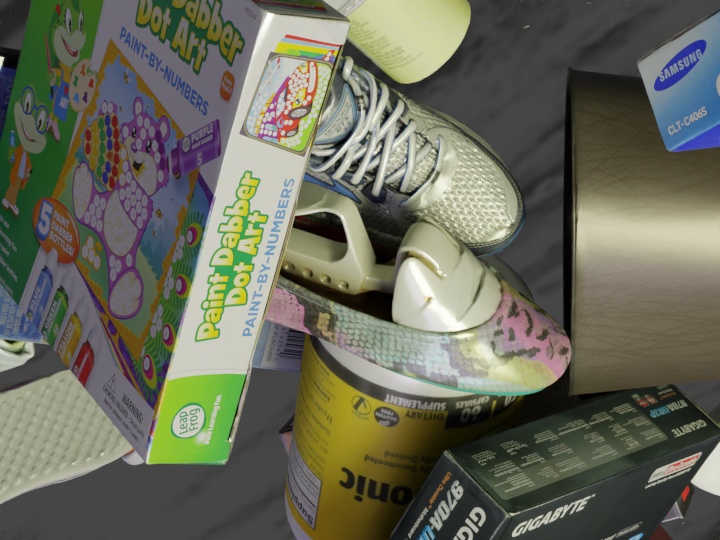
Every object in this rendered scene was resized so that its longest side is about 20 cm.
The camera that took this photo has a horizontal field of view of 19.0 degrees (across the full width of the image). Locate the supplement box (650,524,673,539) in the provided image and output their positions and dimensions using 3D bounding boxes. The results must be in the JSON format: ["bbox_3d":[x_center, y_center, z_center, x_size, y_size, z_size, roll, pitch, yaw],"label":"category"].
[{"bbox_3d":[0.116,0.242,1.294,0.133,0.197,0.200,-17,136,28],"label":"supplement box"}]

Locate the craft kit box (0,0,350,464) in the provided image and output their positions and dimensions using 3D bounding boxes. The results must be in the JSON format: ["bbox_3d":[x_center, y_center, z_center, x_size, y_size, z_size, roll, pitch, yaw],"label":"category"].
[{"bbox_3d":[-0.092,-0.051,0.913,0.049,0.200,0.198,5,113,-35],"label":"craft kit box"}]

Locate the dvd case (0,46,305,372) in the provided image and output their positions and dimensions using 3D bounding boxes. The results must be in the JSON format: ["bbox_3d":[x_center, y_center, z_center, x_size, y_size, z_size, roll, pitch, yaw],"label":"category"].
[{"bbox_3d":[-0.096,-0.026,1.052,0.200,0.018,0.143,8,108,-20],"label":"dvd case"}]

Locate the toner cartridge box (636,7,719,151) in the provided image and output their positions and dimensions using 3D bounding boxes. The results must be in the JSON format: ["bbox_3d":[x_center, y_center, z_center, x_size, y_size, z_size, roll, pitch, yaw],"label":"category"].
[{"bbox_3d":[0.220,-0.093,0.894,0.200,0.043,0.095,-8,165,-38],"label":"toner cartridge box"}]

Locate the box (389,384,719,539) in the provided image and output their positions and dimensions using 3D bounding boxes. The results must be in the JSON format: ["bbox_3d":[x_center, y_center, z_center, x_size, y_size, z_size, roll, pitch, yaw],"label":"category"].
[{"bbox_3d":[0.075,0.139,1.040,0.200,0.046,0.159,-11,138,-52],"label":"box"}]

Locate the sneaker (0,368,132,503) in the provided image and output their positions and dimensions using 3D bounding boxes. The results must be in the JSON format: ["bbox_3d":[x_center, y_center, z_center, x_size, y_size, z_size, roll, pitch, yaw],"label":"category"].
[{"bbox_3d":[-0.221,0.097,1.117,0.200,0.073,0.114,-6,176,-37],"label":"sneaker"}]

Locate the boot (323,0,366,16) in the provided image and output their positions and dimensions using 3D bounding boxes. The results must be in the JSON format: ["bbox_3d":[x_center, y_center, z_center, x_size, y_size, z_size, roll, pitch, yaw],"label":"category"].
[{"bbox_3d":[0.043,-0.147,0.890,0.200,0.074,0.096,-43,126,19],"label":"boot"}]

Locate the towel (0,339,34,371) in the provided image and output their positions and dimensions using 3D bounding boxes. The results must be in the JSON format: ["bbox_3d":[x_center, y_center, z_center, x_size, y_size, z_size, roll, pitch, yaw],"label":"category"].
[{"bbox_3d":[-0.270,-0.003,1.116,0.200,0.048,0.171,-14,123,50],"label":"towel"}]

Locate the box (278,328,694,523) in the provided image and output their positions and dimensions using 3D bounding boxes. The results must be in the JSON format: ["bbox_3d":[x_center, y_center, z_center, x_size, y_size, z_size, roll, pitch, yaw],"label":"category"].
[{"bbox_3d":[0.066,0.103,1.160,0.200,0.035,0.110,-18,103,24],"label":"box"}]

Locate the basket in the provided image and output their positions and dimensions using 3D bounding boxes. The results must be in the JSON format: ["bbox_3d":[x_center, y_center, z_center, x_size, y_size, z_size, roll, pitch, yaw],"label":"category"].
[{"bbox_3d":[0.197,-0.016,1.019,0.200,0.136,0.180,0,139,3],"label":"basket"}]

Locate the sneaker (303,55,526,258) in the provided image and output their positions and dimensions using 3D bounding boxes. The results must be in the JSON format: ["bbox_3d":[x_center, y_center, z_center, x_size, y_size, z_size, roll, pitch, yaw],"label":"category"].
[{"bbox_3d":[-0.013,-0.062,0.985,0.200,0.077,0.085,28,178,-6],"label":"sneaker"}]

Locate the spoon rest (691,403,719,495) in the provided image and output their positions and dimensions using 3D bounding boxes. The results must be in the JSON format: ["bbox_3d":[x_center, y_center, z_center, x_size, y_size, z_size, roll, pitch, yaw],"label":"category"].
[{"bbox_3d":[0.252,0.105,1.152,0.200,0.061,0.099,17,142,-43],"label":"spoon rest"}]

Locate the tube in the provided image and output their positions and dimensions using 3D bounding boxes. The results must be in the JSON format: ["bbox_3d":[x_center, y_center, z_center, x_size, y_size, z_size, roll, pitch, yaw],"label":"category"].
[{"bbox_3d":[-0.034,-0.157,0.941,0.058,0.052,0.200,-32,127,32],"label":"tube"}]

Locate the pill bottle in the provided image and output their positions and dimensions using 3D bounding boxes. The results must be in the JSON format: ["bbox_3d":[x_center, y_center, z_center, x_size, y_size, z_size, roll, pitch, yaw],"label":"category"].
[{"bbox_3d":[0.020,0.089,1.080,0.111,0.111,0.200,8,129,-1],"label":"pill bottle"}]

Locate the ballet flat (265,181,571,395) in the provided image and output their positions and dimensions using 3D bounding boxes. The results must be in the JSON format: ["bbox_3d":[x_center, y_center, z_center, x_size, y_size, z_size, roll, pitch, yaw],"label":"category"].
[{"bbox_3d":[0.000,0.000,0.968,0.200,0.069,0.071,18,133,11],"label":"ballet flat"}]

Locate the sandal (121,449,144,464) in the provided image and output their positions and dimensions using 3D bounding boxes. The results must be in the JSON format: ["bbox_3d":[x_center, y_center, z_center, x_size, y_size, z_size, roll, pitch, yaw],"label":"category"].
[{"bbox_3d":[-0.103,0.020,1.159,0.059,0.079,0.207,21,131,-14],"label":"sandal"}]
